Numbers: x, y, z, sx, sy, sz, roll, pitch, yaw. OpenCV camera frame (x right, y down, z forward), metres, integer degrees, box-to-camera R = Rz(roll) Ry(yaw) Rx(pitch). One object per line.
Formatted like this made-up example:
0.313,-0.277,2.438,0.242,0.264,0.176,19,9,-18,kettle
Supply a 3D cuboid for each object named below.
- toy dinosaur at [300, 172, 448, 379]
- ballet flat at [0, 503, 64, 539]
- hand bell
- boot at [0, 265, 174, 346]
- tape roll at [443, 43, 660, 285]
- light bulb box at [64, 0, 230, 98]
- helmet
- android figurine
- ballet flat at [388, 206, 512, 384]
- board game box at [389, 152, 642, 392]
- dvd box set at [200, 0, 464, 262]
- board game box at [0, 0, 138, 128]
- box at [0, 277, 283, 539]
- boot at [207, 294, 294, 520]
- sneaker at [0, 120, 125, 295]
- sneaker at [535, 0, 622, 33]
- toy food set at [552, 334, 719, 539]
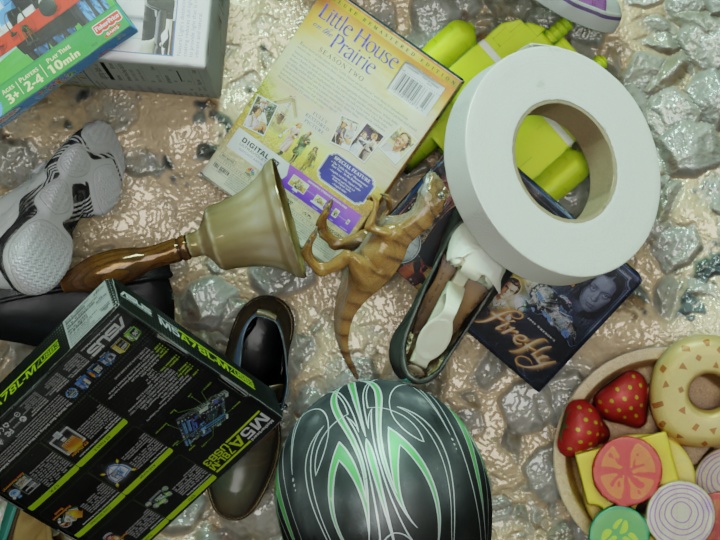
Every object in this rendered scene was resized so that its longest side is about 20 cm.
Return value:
0.000,0.000,1.588,0.106,0.060,0.200,31,111,-5,toy dinosaur
-0.261,0.162,1.601,0.063,0.069,0.200,10,126,-12,ballet flat
-0.155,-0.017,1.579,0.200,0.104,0.104,-16,90,3,hand bell
-0.242,0.084,1.623,0.200,0.076,0.168,-10,89,-4,boot
0.162,-0.088,1.575,0.203,0.037,0.203,9,72,-28,tape roll
-0.215,-0.221,1.565,0.200,0.198,0.125,5,88,-1,light bulb box
0.019,0.191,1.582,0.200,0.200,0.191,-14,107,-1,helmet
0.125,-0.137,1.652,0.200,0.041,0.182,-40,90,1,android figurine
0.087,0.013,1.581,0.068,0.068,0.200,24,103,-5,ballet flat
0.124,-0.010,1.628,0.200,0.035,0.136,40,101,-8,board game box
-0.025,-0.124,1.629,0.146,0.029,0.200,35,100,5,dvd box set
-0.290,-0.224,1.449,0.151,0.037,0.200,-35,86,2,board game box
-0.198,0.128,1.527,0.200,0.048,0.193,-44,128,13,box
-0.100,0.119,1.616,0.075,0.097,0.200,8,89,-1,boot
-0.284,-0.055,1.601,0.115,0.200,0.075,-4,130,27,sneaker
0.168,-0.285,1.598,0.200,0.073,0.114,27,103,-31,sneaker
0.269,0.165,1.648,0.200,0.049,0.198,-15,90,-2,toy food set
